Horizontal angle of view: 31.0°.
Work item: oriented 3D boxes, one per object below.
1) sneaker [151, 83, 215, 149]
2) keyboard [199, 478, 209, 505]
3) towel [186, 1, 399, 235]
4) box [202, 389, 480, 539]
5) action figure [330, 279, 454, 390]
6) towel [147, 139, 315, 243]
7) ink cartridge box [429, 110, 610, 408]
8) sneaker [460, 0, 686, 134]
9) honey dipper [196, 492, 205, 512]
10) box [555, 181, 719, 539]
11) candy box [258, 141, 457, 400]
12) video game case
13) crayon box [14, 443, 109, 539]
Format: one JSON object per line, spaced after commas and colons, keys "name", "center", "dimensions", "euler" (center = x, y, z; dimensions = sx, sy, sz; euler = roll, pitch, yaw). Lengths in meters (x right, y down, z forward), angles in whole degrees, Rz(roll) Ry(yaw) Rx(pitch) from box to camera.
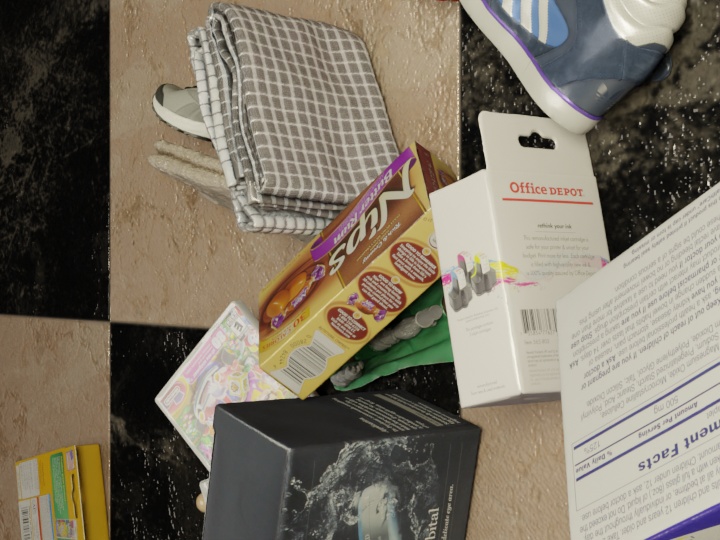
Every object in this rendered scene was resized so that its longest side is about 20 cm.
{"name": "sneaker", "center": [-0.143, -0.167, 1.344], "dimensions": [0.199, 0.074, 0.080], "euler": [25, 101, 44]}
{"name": "keyboard", "center": [-0.069, 0.198, 1.214], "dimensions": [0.199, 0.011, 0.057], "euler": [-24, 86, 29]}
{"name": "towel", "center": [-0.053, -0.131, 1.138], "dimensions": [0.085, 0.165, 0.202], "euler": [-35, 63, 41]}
{"name": "box", "center": [-0.020, 0.212, 1.063], "dimensions": [0.117, 0.199, 0.199], "euler": [20, 106, 51]}
{"name": "action figure", "center": [0.004, 0.057, 1.155], "dimensions": [0.200, 0.054, 0.119], "euler": [-36, 61, 50]}
{"name": "towel", "center": [-0.112, -0.072, 1.243], "dimensions": [0.199, 0.132, 0.035], "euler": [20, 83, 52]}
{"name": "ink cartridge box", "center": [0.120, -0.007, 0.945], "dimensions": [0.068, 0.114, 0.202], "euler": [-21, 73, 50]}
{"name": "sneaker", "center": [0.158, -0.211, 0.934], "dimensions": [0.147, 0.080, 0.201], "euler": [-50, 48, 30]}
{"name": "honey dipper", "center": [-0.118, 0.215, 1.325], "dimensions": [0.200, 0.038, 0.038], "euler": [-34, 64, 47]}
{"name": "box", "center": [0.218, 0.073, 0.774], "dimensions": [0.184, 0.104, 0.201], "euler": [-42, 36, 45]}
{"name": "candy box", "center": [0.000, 0.000, 1.068], "dimensions": [0.200, 0.056, 0.117], "euler": [-44, 25, 21]}
{"name": "video game case", "center": [-0.099, 0.150, 1.242], "dimensions": [0.200, 0.018, 0.143], "euler": [48, 113, 19]}
{"name": "crayon box", "center": [-0.379, 0.296, 1.666], "dimensions": [0.199, 0.051, 0.127], "euler": [-22, 73, 52]}
